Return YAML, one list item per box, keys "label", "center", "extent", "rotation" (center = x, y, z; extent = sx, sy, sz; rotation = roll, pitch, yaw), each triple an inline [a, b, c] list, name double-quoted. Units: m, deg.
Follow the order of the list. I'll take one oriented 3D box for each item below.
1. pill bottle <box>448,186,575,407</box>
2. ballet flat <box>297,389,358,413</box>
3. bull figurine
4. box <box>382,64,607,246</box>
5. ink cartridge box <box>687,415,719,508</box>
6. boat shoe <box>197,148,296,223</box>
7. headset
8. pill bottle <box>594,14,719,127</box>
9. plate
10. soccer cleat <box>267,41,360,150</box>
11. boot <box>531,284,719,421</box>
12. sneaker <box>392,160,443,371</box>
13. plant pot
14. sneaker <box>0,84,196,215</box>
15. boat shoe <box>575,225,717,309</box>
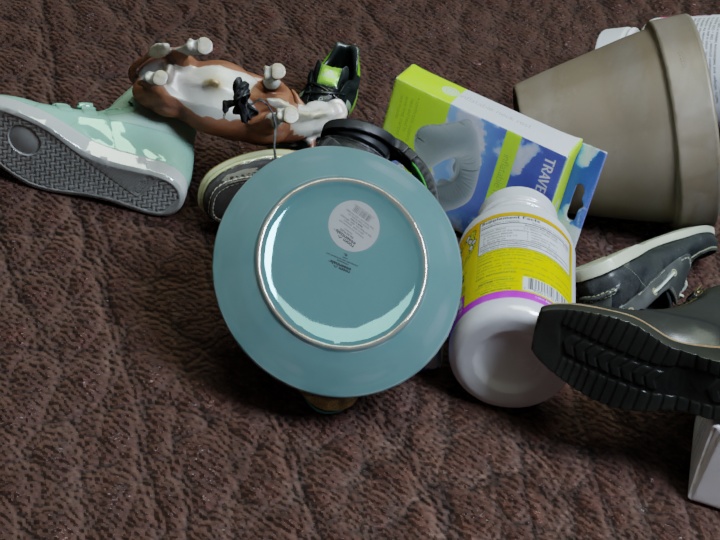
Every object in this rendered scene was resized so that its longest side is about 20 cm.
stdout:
- label: "pill bottle"
  center: [0.130, 0.015, 1.432]
  extent: [0.103, 0.105, 0.201]
  rotation: [13, 36, -2]
- label: "ballet flat"
  center: [-0.054, 0.030, 1.382]
  extent: [0.070, 0.071, 0.200]
  rotation: [-9, 42, -29]
- label: "bull figurine"
  center: [-0.105, -0.149, 1.484]
  extent: [0.197, 0.121, 0.066]
  rotation: [11, 78, -9]
- label: "box"
  center: [0.112, -0.091, 1.548]
  extent: [0.198, 0.123, 0.048]
  rotation: [26, 34, 16]
- label: "ink cartridge box"
  center: [0.350, 0.115, 1.391]
  extent: [0.144, 0.085, 0.201]
  rotation: [17, 38, 5]
- label: "boat shoe"
  center: [-0.043, -0.061, 1.498]
  extent: [0.198, 0.074, 0.065]
  rotation: [-3, 34, -22]
- label: "headset"
  center: [-0.026, -0.078, 1.370]
  extent: [0.199, 0.094, 0.124]
  rotation: [39, 75, 14]
- label: "pill bottle"
  center: [0.344, -0.202, 1.732]
  extent: [0.198, 0.115, 0.114]
  rotation: [1, 30, 25]
- label: "plate"
  center: [-0.015, -0.003, 1.314]
  extent: [0.197, 0.026, 0.203]
  rotation: [2, 75, -9]
- label: "soccer cleat"
  center: [-0.042, -0.147, 1.603]
  extent: [0.067, 0.082, 0.201]
  rotation: [16, 37, 3]
- label: "boot"
  center: [0.238, 0.047, 1.345]
  extent: [0.198, 0.078, 0.139]
  rotation: [18, 33, 3]
- label: "sneaker"
  center: [0.000, -0.001, 1.426]
  extent: [0.114, 0.081, 0.201]
  rotation: [-15, 64, 6]
- label: "plant pot"
  center: [0.235, -0.128, 1.600]
  extent: [0.171, 0.202, 0.201]
  rotation: [-8, 38, 2]
- label: "sneaker"
  center: [-0.241, -0.126, 1.513]
  extent: [0.198, 0.074, 0.119]
  rotation: [20, 42, -9]
- label: "boat shoe"
  center: [0.262, 0.006, 1.538]
  extent: [0.199, 0.071, 0.068]
  rotation: [-20, 86, -47]
